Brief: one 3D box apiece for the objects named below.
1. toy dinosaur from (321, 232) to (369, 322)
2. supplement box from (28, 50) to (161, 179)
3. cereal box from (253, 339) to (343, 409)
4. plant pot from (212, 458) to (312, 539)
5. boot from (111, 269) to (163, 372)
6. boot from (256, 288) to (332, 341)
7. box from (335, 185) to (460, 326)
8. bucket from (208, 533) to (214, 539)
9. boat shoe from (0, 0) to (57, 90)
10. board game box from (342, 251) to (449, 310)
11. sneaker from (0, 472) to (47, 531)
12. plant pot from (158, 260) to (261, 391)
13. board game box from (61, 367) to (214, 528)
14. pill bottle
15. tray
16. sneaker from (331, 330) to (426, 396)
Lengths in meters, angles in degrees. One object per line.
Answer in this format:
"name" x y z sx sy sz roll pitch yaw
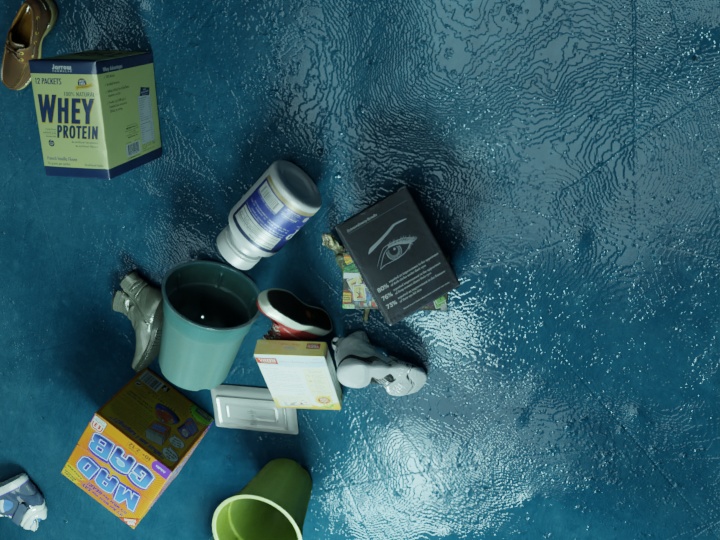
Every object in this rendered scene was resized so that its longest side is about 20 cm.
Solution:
"toy dinosaur" 0.000 0.000 1.469 0.087 0.048 0.202 -19 109 25
"supplement box" -0.475 -0.290 1.403 0.132 0.200 0.203 4 111 13
"cereal box" -0.120 0.211 1.531 0.142 0.040 0.201 1 140 11
"plant pot" -0.186 0.504 1.635 0.197 0.190 0.203 6 113 14
"boot" -0.477 0.106 1.642 0.130 0.068 0.202 29 108 9
"boot" -0.165 0.109 1.487 0.143 0.199 0.073 -29 57 22
"box" 0.064 -0.024 1.359 0.147 0.104 0.202 -28 88 -1
"bucket" -0.269 0.659 1.750 0.204 0.135 0.210 5 112 13
"boat shoe" -0.651 -0.435 1.470 0.072 0.068 0.201 36 116 0
"board game box" 0.065 0.020 1.427 0.197 0.023 0.107 1 94 0
"sneaker" -0.883 0.610 1.938 0.198 0.081 0.148 -26 98 18
"plant pot" -0.315 0.120 1.531 0.198 0.201 0.198 26 123 4
"board game box" -0.480 0.380 1.665 0.199 0.200 0.201 37 116 0
"pill bottle" -0.177 -0.098 1.437 0.120 0.120 0.200 45 116 -5
"tray" -0.234 0.305 1.665 0.197 0.022 0.109 2 112 15
"sneaker" 0.033 0.178 1.512 0.197 0.115 0.076 11 120 -27
